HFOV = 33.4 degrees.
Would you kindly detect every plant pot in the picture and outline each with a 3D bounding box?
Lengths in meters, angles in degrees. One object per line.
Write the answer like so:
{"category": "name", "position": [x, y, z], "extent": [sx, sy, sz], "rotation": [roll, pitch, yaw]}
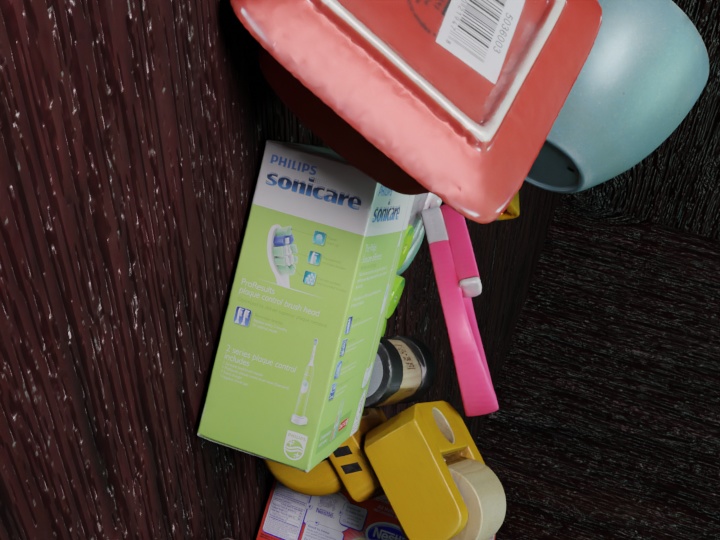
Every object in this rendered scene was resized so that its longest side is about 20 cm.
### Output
{"category": "plant pot", "position": [0.177, -0.148, 1.020], "extent": [0.136, 0.198, 0.201], "rotation": [-60, 164, -18]}

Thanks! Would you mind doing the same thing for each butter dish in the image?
{"category": "butter dish", "position": [0.018, -0.135, 0.733], "extent": [0.147, 0.199, 0.201], "rotation": [-33, -158, 57]}

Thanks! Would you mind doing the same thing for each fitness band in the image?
{"category": "fitness band", "position": [0.087, 0.030, 1.031], "extent": [0.202, 0.037, 0.145], "rotation": [-97, 174, -51]}

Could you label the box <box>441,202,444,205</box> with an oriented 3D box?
{"category": "box", "position": [0.133, -0.148, 1.269], "extent": [0.199, 0.049, 0.160], "rotation": [-41, 160, -14]}

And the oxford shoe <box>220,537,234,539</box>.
{"category": "oxford shoe", "position": [-0.126, 0.281, 0.836], "extent": [0.073, 0.070, 0.201], "rotation": [59, 44, -35]}

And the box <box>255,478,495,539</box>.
{"category": "box", "position": [0.012, 0.247, 1.052], "extent": [0.095, 0.197, 0.101], "rotation": [28, 79, -79]}

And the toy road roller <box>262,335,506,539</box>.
{"category": "toy road roller", "position": [0.012, 0.153, 0.969], "extent": [0.145, 0.202, 0.123], "rotation": [-34, 165, 16]}

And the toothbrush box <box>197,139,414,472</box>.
{"category": "toothbrush box", "position": [-0.031, 0.019, 0.837], "extent": [0.145, 0.085, 0.204], "rotation": [-19, 125, -76]}

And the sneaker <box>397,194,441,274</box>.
{"category": "sneaker", "position": [0.046, -0.104, 1.051], "extent": [0.140, 0.076, 0.203], "rotation": [78, 30, -67]}

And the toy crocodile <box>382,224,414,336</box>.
{"category": "toy crocodile", "position": [0.000, 0.000, 0.983], "extent": [0.201, 0.067, 0.062], "rotation": [95, 20, -58]}

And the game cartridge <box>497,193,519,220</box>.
{"category": "game cartridge", "position": [0.106, -0.172, 1.095], "extent": [0.176, 0.032, 0.204], "rotation": [38, 50, -57]}
